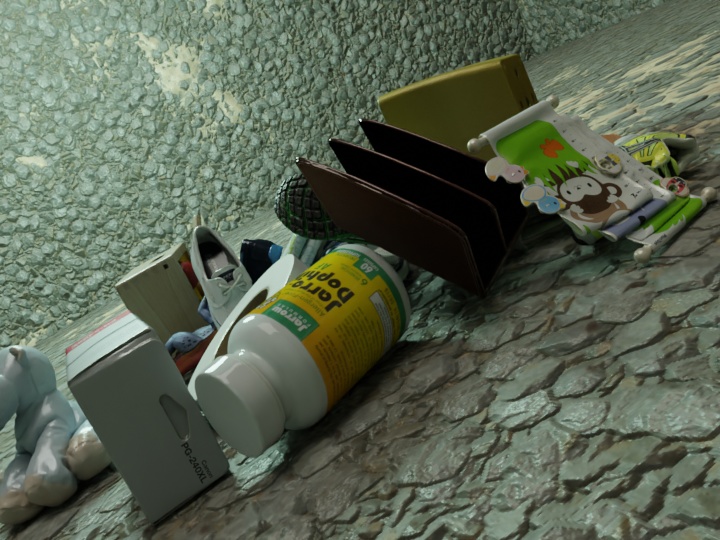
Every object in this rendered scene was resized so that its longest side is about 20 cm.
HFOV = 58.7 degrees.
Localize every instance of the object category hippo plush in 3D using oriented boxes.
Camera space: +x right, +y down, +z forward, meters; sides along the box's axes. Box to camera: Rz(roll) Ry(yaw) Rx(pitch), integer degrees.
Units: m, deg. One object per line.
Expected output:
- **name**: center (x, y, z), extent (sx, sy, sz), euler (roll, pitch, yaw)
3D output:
- **hippo plush**: center (-0.368, 0.164, 0.736), extent (0.157, 0.163, 0.200), euler (-13, 24, 45)

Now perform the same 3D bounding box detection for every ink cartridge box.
- **ink cartridge box**: center (-0.212, 0.128, 0.616), extent (0.082, 0.148, 0.199), euler (-31, 13, -21)

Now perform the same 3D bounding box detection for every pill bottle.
- **pill bottle**: center (-0.050, 0.069, 0.582), extent (0.111, 0.115, 0.199), euler (-12, 20, 48)

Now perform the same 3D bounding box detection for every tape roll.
- **tape roll**: center (-0.125, 0.073, 0.729), extent (0.203, 0.037, 0.204), euler (-47, 17, 19)

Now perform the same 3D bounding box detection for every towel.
- **towel**: center (-0.090, -0.038, 0.976), extent (0.171, 0.047, 0.204), euler (-173, 106, -84)

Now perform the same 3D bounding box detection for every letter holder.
- **letter holder**: center (0.051, -0.082, 0.630), extent (0.197, 0.142, 0.102), euler (27, 78, 29)

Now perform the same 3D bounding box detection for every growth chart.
- **growth chart**: center (0.205, -0.087, 0.582), extent (0.144, 0.199, 0.018), euler (-38, -24, -29)

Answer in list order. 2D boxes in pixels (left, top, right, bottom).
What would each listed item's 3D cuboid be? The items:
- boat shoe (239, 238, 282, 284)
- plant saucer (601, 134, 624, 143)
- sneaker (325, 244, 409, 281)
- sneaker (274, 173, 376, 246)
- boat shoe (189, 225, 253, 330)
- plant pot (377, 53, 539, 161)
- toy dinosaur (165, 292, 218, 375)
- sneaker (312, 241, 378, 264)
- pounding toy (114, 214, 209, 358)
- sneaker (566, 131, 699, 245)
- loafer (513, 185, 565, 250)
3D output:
- **boat shoe**: center (-0.172, 0.006, 0.994), extent (0.201, 0.067, 0.085), euler (121, 166, -48)
- **plant saucer**: center (0.274, -0.135, 0.871), extent (0.197, 0.033, 0.201), euler (-27, 14, 7)
- **sneaker**: center (0.000, 0.000, 0.801), extent (0.076, 0.087, 0.200), euler (-19, 15, 30)
- **sneaker**: center (-0.012, -0.062, 0.779), extent (0.195, 0.080, 0.085), euler (14, -5, 7)
- **boat shoe**: center (-0.185, 0.022, 0.880), extent (0.073, 0.201, 0.066), euler (-28, -29, -24)
- **plant pot**: center (0.170, -0.213, 0.951), extent (0.174, 0.204, 0.200), euler (-21, 10, 32)
- **toy dinosaur**: center (-0.208, 0.110, 0.919), extent (0.177, 0.106, 0.204), euler (-14, 50, 15)
- **sneaker**: center (-0.006, -0.041, 0.975), extent (0.198, 0.082, 0.115), euler (-35, 17, -21)
- **pounding toy**: center (-0.296, 0.030, 1.067), extent (0.140, 0.187, 0.200), euler (-27, 13, -4)
- **sneaker**: center (0.267, -0.094, 0.637), extent (0.199, 0.077, 0.076), euler (-39, 17, -33)
- **loafer**: center (0.159, -0.053, 0.703), extent (0.197, 0.070, 0.071), euler (-29, 48, 15)
